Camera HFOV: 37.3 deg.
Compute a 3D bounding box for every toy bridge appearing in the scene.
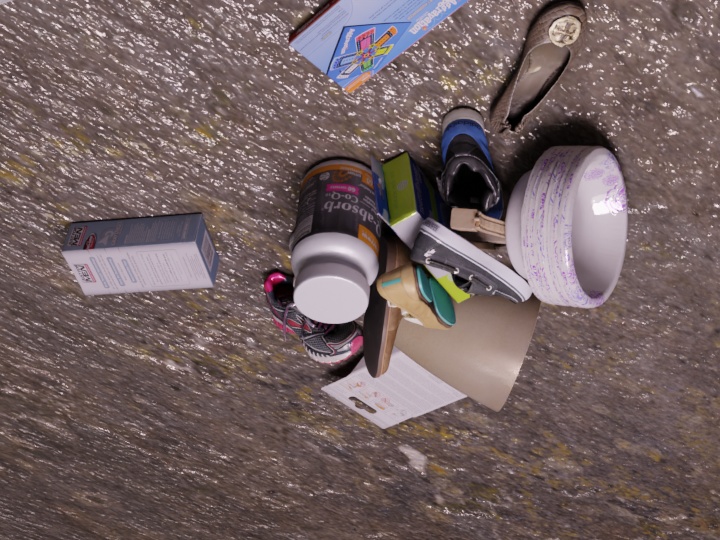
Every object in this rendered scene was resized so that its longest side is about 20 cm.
[{"bbox_3d":[0.163,-0.049,1.362,0.067,0.027,0.200,5,174,15],"label":"toy bridge"}]

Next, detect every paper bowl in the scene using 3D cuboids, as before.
[{"bbox_3d":[0.254,-0.056,1.337,0.104,0.201,0.201,5,145,35],"label":"paper bowl"}]

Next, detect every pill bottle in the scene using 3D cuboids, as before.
[{"bbox_3d":[-0.030,-0.038,1.381,0.116,0.200,0.117,2,139,2],"label":"pill bottle"}]

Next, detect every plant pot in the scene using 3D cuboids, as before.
[{"bbox_3d":[0.136,0.080,1.538,0.200,0.188,0.188,20,138,3],"label":"plant pot"}]

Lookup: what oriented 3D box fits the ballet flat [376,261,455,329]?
[{"bbox_3d":[0.071,0.035,1.381,0.063,0.069,0.200,-15,157,14],"label":"ballet flat"}]

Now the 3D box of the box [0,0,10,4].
[{"bbox_3d":[-0.352,-0.390,1.034,0.199,0.172,0.200,-12,137,18],"label":"box"}]

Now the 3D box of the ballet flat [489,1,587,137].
[{"bbox_3d":[0.207,-0.229,1.255,0.067,0.046,0.200,17,138,-14],"label":"ballet flat"}]

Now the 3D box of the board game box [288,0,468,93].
[{"bbox_3d":[0.020,-0.291,1.225,0.103,0.019,0.200,36,130,-28],"label":"board game box"}]

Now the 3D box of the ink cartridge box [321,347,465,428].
[{"bbox_3d":[0.061,0.179,1.741,0.200,0.050,0.161,-26,130,36],"label":"ink cartridge box"}]

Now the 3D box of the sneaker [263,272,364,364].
[{"bbox_3d":[-0.073,0.069,1.539,0.200,0.081,0.075,26,149,40],"label":"sneaker"}]

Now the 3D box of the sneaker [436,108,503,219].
[{"bbox_3d":[0.143,-0.098,1.362,0.077,0.111,0.200,-4,138,10],"label":"sneaker"}]

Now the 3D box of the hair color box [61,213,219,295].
[{"bbox_3d":[-0.315,-0.022,1.535,0.199,0.061,0.099,-4,138,9],"label":"hair color box"}]

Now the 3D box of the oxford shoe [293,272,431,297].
[{"bbox_3d":[0.000,0.000,1.487,0.200,0.071,0.072,-9,112,-13],"label":"oxford shoe"}]

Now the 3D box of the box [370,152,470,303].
[{"bbox_3d":[0.088,-0.062,1.400,0.048,0.122,0.200,-27,131,19],"label":"box"}]

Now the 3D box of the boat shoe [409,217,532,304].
[{"bbox_3d":[0.138,0.000,1.344,0.200,0.069,0.057,31,90,-35],"label":"boat shoe"}]

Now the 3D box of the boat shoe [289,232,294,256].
[{"bbox_3d":[-0.028,0.018,1.544,0.072,0.069,0.200,-22,132,27],"label":"boat shoe"}]

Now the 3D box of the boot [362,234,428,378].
[{"bbox_3d":[0.049,0.052,1.447,0.075,0.074,0.200,2,106,-26],"label":"boot"}]
